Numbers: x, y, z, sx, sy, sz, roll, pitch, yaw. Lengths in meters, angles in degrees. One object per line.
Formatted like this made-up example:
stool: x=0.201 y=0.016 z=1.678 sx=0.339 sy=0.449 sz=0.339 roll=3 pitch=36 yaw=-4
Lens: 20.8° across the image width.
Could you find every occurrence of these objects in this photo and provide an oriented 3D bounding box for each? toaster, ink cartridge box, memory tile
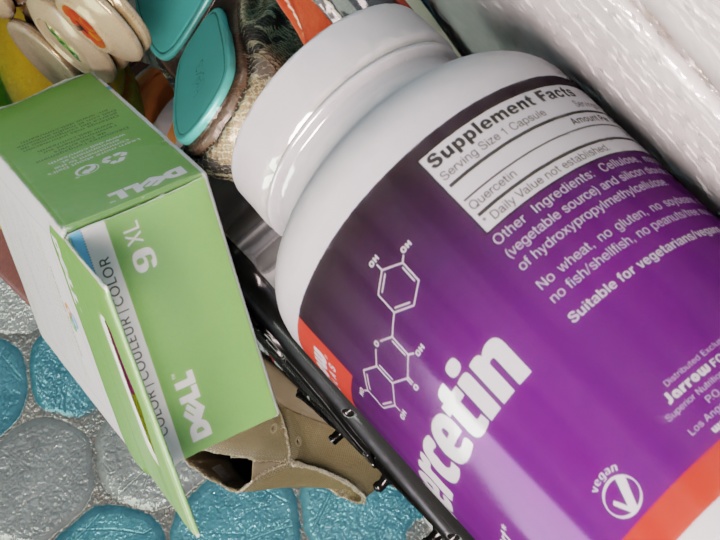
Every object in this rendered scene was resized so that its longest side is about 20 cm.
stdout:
toaster: x=0.000 y=0.000 z=0.863 sx=0.200 sy=0.119 sz=0.181 roll=50 pitch=174 yaw=-21
ink cartridge box: x=-0.084 y=0.005 z=0.740 sx=0.200 sy=0.059 sz=0.104 roll=39 pitch=149 yaw=59
memory tile: x=-0.171 y=-0.149 z=0.803 sx=0.200 sy=0.017 sz=0.153 roll=44 pitch=166 yaw=-12

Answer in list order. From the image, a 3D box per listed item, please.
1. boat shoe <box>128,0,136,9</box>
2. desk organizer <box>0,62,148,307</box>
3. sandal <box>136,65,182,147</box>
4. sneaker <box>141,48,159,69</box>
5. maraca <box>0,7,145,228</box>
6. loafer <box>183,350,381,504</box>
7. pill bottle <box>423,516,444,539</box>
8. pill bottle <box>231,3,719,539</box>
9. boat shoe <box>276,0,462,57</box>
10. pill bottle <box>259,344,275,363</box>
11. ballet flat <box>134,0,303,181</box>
boat shoe: x=-0.142 y=-0.190 z=0.904 sx=0.200 sy=0.075 sz=0.068 roll=48 pitch=179 yaw=5
desk organizer: x=-0.155 y=-0.077 z=1.167 sx=0.077 sy=0.200 sz=0.072 roll=48 pitch=175 yaw=-30
sandal: x=-0.040 y=-0.056 z=1.011 sx=0.206 sy=0.079 sz=0.059 roll=40 pitch=167 yaw=21
sneaker: x=-0.121 y=-0.168 z=1.022 sx=0.200 sy=0.080 sz=0.084 roll=24 pitch=144 yaw=56
maraca: x=-0.167 y=-0.083 z=0.954 sx=0.138 sy=0.107 sz=0.200 roll=62 pitch=-178 yaw=19
loafer: x=-0.055 y=0.081 z=1.006 sx=0.076 sy=0.068 sz=0.200 roll=25 pitch=171 yaw=42
pill bottle: x=0.108 y=0.138 z=1.020 sx=0.114 sy=0.114 sz=0.200 roll=50 pitch=175 yaw=-24
pill bottle: x=0.053 y=0.017 z=0.558 sx=0.200 sy=0.112 sz=0.113 roll=46 pitch=175 yaw=23
boat shoe: x=0.015 y=-0.047 z=0.701 sx=0.200 sy=0.062 sz=0.071 roll=51 pitch=176 yaw=-17
pill bottle: x=-0.023 y=0.000 z=1.111 sx=0.200 sy=0.112 sz=0.112 roll=44 pitch=174 yaw=37
ballet flat: x=-0.047 y=-0.090 z=0.791 sx=0.075 sy=0.068 sz=0.200 roll=26 pitch=-155 yaw=-29
